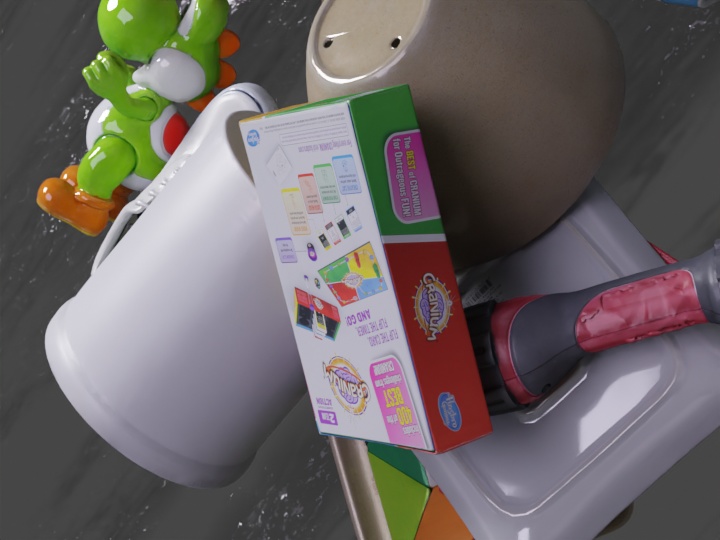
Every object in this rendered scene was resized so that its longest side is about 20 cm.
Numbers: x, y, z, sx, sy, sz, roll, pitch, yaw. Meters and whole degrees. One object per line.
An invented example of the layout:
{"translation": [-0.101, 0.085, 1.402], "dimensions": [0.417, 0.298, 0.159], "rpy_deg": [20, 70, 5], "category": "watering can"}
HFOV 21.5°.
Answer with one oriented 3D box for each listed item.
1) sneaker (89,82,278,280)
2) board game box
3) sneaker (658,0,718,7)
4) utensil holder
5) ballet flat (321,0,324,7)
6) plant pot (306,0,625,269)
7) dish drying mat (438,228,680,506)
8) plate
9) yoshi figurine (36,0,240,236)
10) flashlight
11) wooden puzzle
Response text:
{"translation": [-0.126, -0.046, 1.364], "dimensions": [0.073, 0.071, 0.201], "rpy_deg": [40, 114, 15], "category": "sneaker"}
{"translation": [0.000, 0.000, 1.100], "dimensions": [0.153, 0.040, 0.201], "rpy_deg": [1, 107, 63], "category": "board game box"}
{"translation": [0.214, -0.256, 1.130], "dimensions": [0.081, 0.076, 0.201], "rpy_deg": [29, 110, 28], "category": "sneaker"}
{"translation": [-0.087, 0.017, 1.276], "dimensions": [0.200, 0.170, 0.170], "rpy_deg": [-49, 58, 20], "category": "utensil holder"}
{"translation": [0.009, -0.247, 1.283], "dimensions": [0.072, 0.067, 0.201], "rpy_deg": [-114, 28, -60], "category": "ballet flat"}
{"translation": [0.043, -0.120, 1.166], "dimensions": [0.199, 0.134, 0.201], "rpy_deg": [-22, 50, 30], "category": "plant pot"}
{"translation": [0.132, 0.073, 1.158], "dimensions": [0.077, 0.018, 0.201], "rpy_deg": [35, 93, 29], "category": "dish drying mat"}
{"translation": [0.108, 0.058, 1.146], "dimensions": [0.200, 0.032, 0.200], "rpy_deg": [-44, 61, 10], "category": "plate"}
{"translation": [-0.176, -0.134, 1.402], "dimensions": [0.112, 0.112, 0.201], "rpy_deg": [47, 110, 39], "category": "yoshi figurine"}
{"translation": [0.149, 0.029, 1.076], "dimensions": [0.199, 0.068, 0.068], "rpy_deg": [-16, 72, 23], "category": "flashlight"}
{"translation": [0.064, 0.110, 1.226], "dimensions": [0.199, 0.037, 0.186], "rpy_deg": [-29, 67, 32], "category": "wooden puzzle"}
